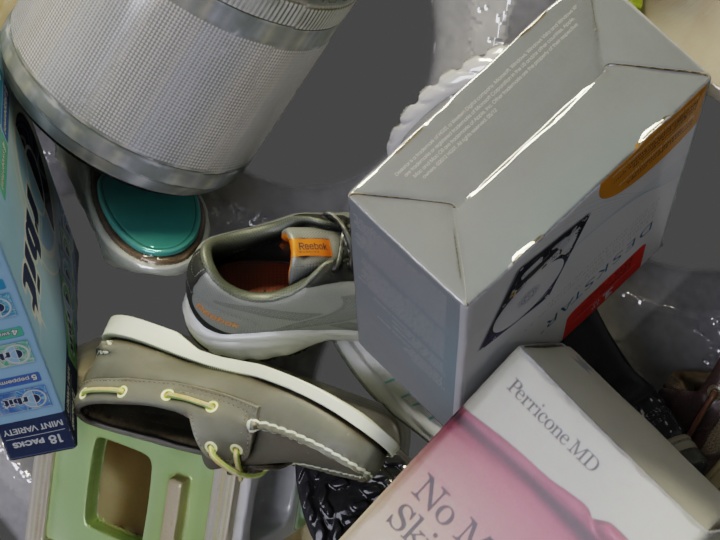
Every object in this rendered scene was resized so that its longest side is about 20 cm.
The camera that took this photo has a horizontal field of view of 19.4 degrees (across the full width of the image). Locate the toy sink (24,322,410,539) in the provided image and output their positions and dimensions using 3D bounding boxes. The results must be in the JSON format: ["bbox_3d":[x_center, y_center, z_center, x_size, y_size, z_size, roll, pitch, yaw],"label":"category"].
[{"bbox_3d":[-0.089,0.130,1.257,0.199,0.112,0.131,19,111,24],"label":"toy sink"}]

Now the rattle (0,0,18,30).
[{"bbox_3d":[-0.263,-0.131,1.206,0.130,0.143,0.201,24,103,-9],"label":"rattle"}]

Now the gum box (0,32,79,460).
[{"bbox_3d":[-0.203,-0.025,1.177,0.044,0.170,0.200,-12,131,2],"label":"gum box"}]

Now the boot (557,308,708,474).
[{"bbox_3d":[0.066,0.091,1.120,0.203,0.073,0.154,-33,72,18],"label":"boot"}]

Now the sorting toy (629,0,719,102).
[{"bbox_3d":[0.178,-0.159,1.024,0.180,0.200,0.107,41,162,7],"label":"sorting toy"}]

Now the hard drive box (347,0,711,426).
[{"bbox_3d":[0.075,-0.024,0.993,0.156,0.200,0.077,-43,74,-12],"label":"hard drive box"}]

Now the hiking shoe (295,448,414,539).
[{"bbox_3d":[0.031,0.165,1.201,0.076,0.101,0.200,-37,91,0],"label":"hiking shoe"}]

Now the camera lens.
[{"bbox_3d":[-0.094,-0.154,1.162,0.160,0.160,0.200,43,118,13],"label":"camera lens"}]

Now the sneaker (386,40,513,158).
[{"bbox_3d":[0.101,-0.087,1.121,0.200,0.075,0.082,-27,87,30],"label":"sneaker"}]

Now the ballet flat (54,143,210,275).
[{"bbox_3d":[-0.138,-0.042,1.237,0.070,0.069,0.200,-62,38,25],"label":"ballet flat"}]

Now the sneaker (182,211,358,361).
[{"bbox_3d":[0.000,0.000,1.155,0.199,0.079,0.074,-10,61,-4],"label":"sneaker"}]

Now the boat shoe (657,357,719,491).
[{"bbox_3d":[0.192,0.080,1.122,0.072,0.072,0.200,48,122,29],"label":"boat shoe"}]

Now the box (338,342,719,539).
[{"bbox_3d":[0.066,0.148,1.016,0.128,0.109,0.200,44,101,14],"label":"box"}]

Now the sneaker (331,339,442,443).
[{"bbox_3d":[0.057,0.067,1.197,0.080,0.070,0.200,-46,75,6],"label":"sneaker"}]

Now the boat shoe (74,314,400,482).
[{"bbox_3d":[-0.070,0.082,1.143,0.201,0.072,0.060,17,68,33],"label":"boat shoe"}]
